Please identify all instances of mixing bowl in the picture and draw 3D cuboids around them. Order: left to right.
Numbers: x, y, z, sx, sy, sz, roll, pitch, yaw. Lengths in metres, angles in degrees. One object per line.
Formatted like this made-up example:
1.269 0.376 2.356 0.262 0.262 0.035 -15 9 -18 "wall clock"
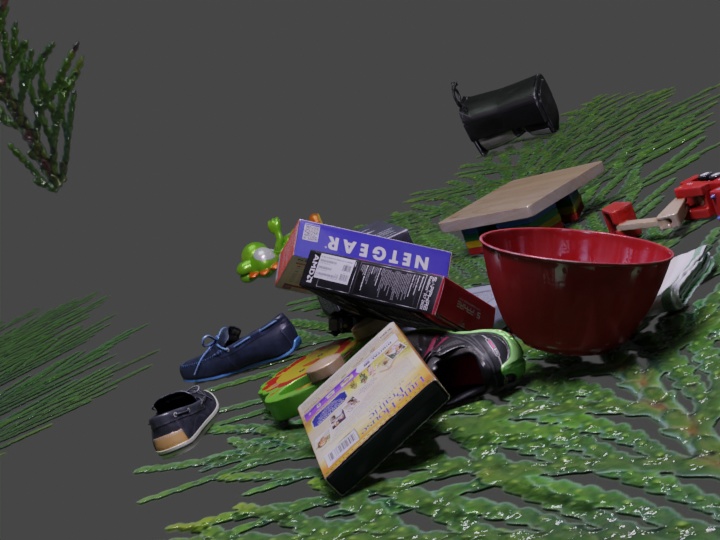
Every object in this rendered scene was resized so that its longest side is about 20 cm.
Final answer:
0.220 0.024 1.309 0.199 0.109 0.200 3 12 -1 "mixing bowl"

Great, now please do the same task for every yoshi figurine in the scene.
-0.165 -0.046 2.563 0.199 0.113 0.112 -25 -5 -4 "yoshi figurine"

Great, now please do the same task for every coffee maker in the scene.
0.344 -0.378 2.951 0.199 0.135 0.192 -17 -33 28 "coffee maker"

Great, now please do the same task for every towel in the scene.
0.295 0.026 1.443 0.199 0.031 0.149 -15 12 35 "towel"

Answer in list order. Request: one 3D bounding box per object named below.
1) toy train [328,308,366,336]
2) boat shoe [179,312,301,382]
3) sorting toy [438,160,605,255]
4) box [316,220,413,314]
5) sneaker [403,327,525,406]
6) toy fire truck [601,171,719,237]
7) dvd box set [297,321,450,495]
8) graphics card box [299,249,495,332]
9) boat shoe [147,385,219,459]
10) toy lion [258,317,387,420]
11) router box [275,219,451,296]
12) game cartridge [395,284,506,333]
0.009 0.063 1.720 0.046 0.034 0.200 0 5 21 "toy train"
-0.184 0.111 1.882 0.199 0.069 0.084 -20 11 14 "boat shoe"
0.264 -0.093 1.990 0.198 0.070 0.200 -30 13 -38 "sorting toy"
0.004 0.002 1.949 0.147 0.105 0.200 -24 10 -8 "box"
0.081 0.104 1.359 0.199 0.077 0.084 -14 9 42 "sneaker"
0.427 -0.082 1.664 0.141 0.049 0.200 -26 12 -17 "toy fire truck"
0.009 0.136 1.293 0.146 0.029 0.200 -43 17 1 "dvd box set"
0.043 0.031 1.457 0.199 0.051 0.125 10 -11 38 "graphics card box"
-0.232 0.184 1.638 0.074 0.063 0.200 -22 9 8 "boat shoe"
-0.055 0.132 1.562 0.191 0.069 0.200 -24 8 31 "toy lion"
0.000 0.000 1.624 0.199 0.049 0.180 12 -15 -9 "router box"
0.131 0.058 1.574 0.133 0.041 0.200 -25 6 -30 "game cartridge"
